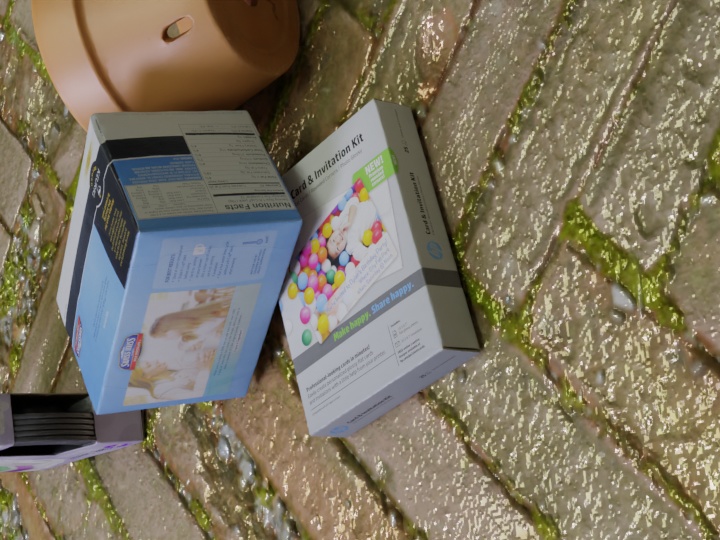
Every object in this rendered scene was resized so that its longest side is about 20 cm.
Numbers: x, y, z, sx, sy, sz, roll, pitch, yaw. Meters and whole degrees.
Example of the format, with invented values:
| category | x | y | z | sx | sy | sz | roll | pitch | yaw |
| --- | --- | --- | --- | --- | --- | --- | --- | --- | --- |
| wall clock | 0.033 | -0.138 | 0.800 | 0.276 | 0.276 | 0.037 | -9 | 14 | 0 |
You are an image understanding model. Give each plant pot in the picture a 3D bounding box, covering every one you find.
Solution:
| category | x | y | z | sx | sy | sz | roll | pitch | yaw |
| --- | --- | --- | --- | --- | --- | --- | --- | --- | --- |
| plant pot | -0.142 | -0.201 | 1.169 | 0.140 | 0.200 | 0.201 | -16 | 72 | 30 |

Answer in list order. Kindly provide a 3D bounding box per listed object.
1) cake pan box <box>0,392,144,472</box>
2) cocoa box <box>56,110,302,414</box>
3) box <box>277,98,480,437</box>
| category | x | y | z | sx | sy | sz | roll | pitch | yaw |
| --- | --- | --- | --- | --- | --- | --- | --- | --- | --- |
| cake pan box | -0.317 | 0.146 | 1.312 | 0.200 | 0.184 | 0.053 | -20 | 75 | 45 |
| cocoa box | -0.145 | -0.006 | 1.131 | 0.131 | 0.133 | 0.200 | 61 | 145 | 38 |
| box | 0.000 | 0.000 | 1.077 | 0.156 | 0.041 | 0.201 | -36 | 58 | 41 |
